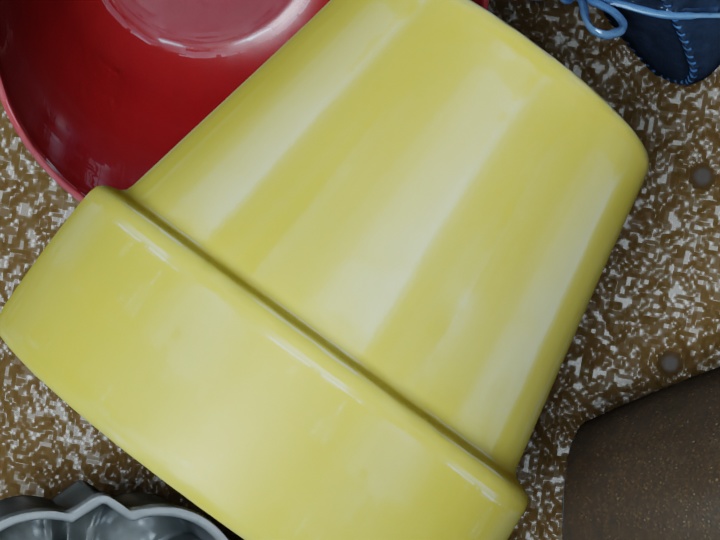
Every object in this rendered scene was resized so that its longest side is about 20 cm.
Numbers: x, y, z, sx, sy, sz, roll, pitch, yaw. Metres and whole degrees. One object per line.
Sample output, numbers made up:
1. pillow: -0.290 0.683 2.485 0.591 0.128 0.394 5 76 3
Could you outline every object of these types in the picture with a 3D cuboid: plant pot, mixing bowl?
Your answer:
1. plant pot: 0.188 0.104 0.719 0.199 0.187 0.188 -5 92 22
2. mixing bowl: -0.055 -0.122 0.745 0.199 0.109 0.201 -5 117 -11
3. plant pot: 0.000 0.000 0.661 0.200 0.201 0.189 35 88 4

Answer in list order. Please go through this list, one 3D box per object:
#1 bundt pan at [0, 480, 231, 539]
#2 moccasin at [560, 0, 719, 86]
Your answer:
1. bundt pan: -0.124 0.181 0.774 0.200 0.076 0.203 -5 104 -19
2. moccasin: 0.081 -0.144 0.726 0.068 0.080 0.200 -50 121 -16
